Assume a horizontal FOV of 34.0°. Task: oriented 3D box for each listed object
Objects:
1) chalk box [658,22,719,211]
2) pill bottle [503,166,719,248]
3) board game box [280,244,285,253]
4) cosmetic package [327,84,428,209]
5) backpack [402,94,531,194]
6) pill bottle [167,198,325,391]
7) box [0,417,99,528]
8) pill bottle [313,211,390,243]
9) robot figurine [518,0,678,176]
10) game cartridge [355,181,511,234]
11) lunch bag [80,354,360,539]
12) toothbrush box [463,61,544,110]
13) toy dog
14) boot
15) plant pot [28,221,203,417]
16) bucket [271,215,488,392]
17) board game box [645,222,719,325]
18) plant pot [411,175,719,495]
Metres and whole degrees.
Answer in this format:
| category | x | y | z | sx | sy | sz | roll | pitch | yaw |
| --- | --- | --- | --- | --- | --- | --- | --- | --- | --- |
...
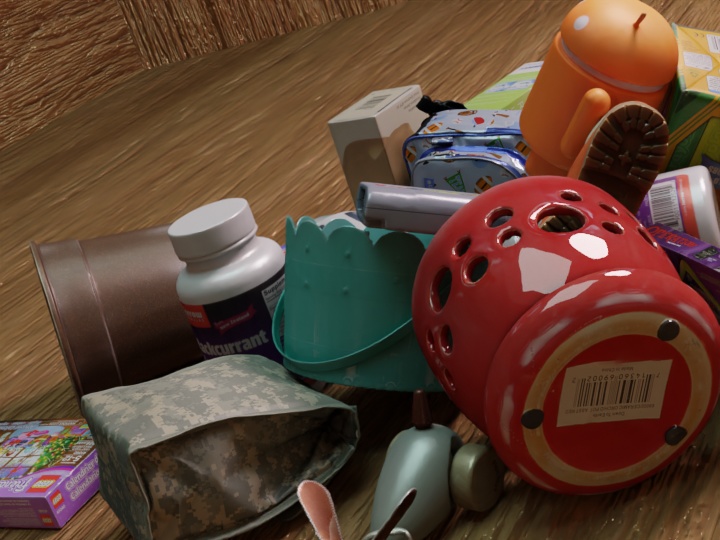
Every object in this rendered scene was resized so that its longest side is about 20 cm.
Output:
| category | x | y | z | sx | sy | sz | roll | pitch | yaw |
| --- | --- | --- | --- | --- | --- | --- | --- | --- | --- |
| chalk box | 0.333 | -0.115 | 1.147 | 0.124 | 0.201 | 0.124 | 10 | 42 | -1 |
| pill bottle | 0.229 | -0.020 | 1.082 | 0.199 | 0.112 | 0.112 | -12 | 21 | 20 |
| board game box | -0.045 | -0.020 | 1.486 | 0.199 | 0.029 | 0.134 | -27 | 22 | -17 |
| cosmetic package | 0.044 | -0.100 | 1.356 | 0.071 | 0.201 | 0.105 | -2 | 27 | 38 |
| backpack | 0.149 | -0.082 | 1.249 | 0.189 | 0.201 | 0.154 | -5 | 29 | 19 |
| pill bottle | -0.114 | 0.037 | 1.153 | 0.111 | 0.201 | 0.112 | -18 | 20 | 7 |
| box | -0.333 | 0.199 | 1.178 | 0.199 | 0.039 | 0.137 | -7 | 24 | 32 |
| pill bottle | 0.000 | 0.000 | 1.259 | 0.119 | 0.120 | 0.200 | -25 | 20 | -14 |
| robot figurine | 0.220 | -0.169 | 1.092 | 0.143 | 0.201 | 0.117 | -13 | 49 | -36 |
| game cartridge | 0.065 | -0.052 | 1.016 | 0.132 | 0.041 | 0.200 | 9 | 5 | -4 |
| lunch bag | -0.114 | 0.144 | 0.988 | 0.199 | 0.118 | 0.164 | -16 | 16 | -24 |
| toothbrush box | 0.197 | -0.152 | 1.424 | 0.086 | 0.146 | 0.200 | 0 | 28 | 45 |
| toy dog | 0.022 | 0.162 | 0.854 | 0.131 | 0.097 | 0.200 | -11 | 22 | 25 |
| boot | 0.197 | -0.052 | 0.998 | 0.075 | 0.201 | 0.107 | 28 | 18 | 0 |
| plant pot | -0.246 | 0.036 | 1.318 | 0.197 | 0.202 | 0.200 | -18 | 19 | -16 |
| bucket | 0.021 | 0.026 | 1.053 | 0.206 | 0.136 | 0.207 | 5 | 4 | 0 |
| board game box | 0.281 | 0.041 | 0.885 | 0.032 | 0.121 | 0.200 | -23 | 21 | -10 |
| plant pot | 0.153 | 0.055 | 0.870 | 0.199 | 0.201 | 0.183 | -21 | 31 | -2 |
